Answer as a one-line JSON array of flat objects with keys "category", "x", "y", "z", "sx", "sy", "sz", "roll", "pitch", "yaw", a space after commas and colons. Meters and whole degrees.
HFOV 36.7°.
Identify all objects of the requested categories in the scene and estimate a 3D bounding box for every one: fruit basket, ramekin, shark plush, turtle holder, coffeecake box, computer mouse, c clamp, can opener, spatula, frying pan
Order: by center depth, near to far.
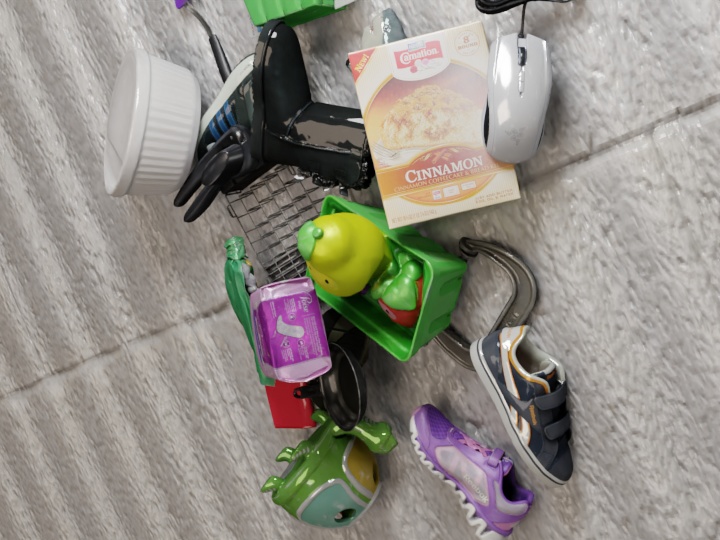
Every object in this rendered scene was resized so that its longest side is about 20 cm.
[{"category": "computer mouse", "x": 0.173, "y": -0.214, "z": 1.157, "sx": 0.109, "sy": 0.044, "sz": 0.201, "roll": 2, "pitch": 98, "yaw": -2}, {"category": "coffeecake box", "x": 0.084, "y": -0.164, "z": 1.226, "sx": 0.153, "sy": 0.073, "sz": 0.201, "roll": -13, "pitch": 98, "yaw": 6}, {"category": "shark plush", "x": 0.061, "y": -0.209, "z": 1.280, "sx": 0.083, "sy": 0.091, "sz": 0.200, "roll": -38, "pitch": 74, "yaw": 8}, {"category": "fruit basket", "x": 0.000, "y": 0.000, "z": 1.288, "sx": 0.215, "sy": 0.215, "sz": 0.156, "roll": 28, "pitch": 119, "yaw": 27}, {"category": "fruit basket", "x": -0.082, "y": -0.402, "z": 1.324, "sx": 0.185, "sy": 0.094, "sz": 0.201, "roll": -9, "pitch": 84, "yaw": 38}, {"category": "c clamp", "x": 0.123, "y": 0.037, "z": 1.336, "sx": 0.171, "sy": 0.027, "sz": 0.200, "roll": 45, "pitch": 127, "yaw": 17}, {"category": "frying pan", "x": -0.034, "y": 0.167, "z": 1.419, "sx": 0.115, "sy": 0.031, "sz": 0.190, "roll": 67, "pitch": 151, "yaw": 24}, {"category": "can opener", "x": -0.200, "y": -0.128, "z": 1.445, "sx": 0.200, "sy": 0.078, "sz": 0.064, "roll": -35, "pitch": 74, "yaw": 50}, {"category": "spatula", "x": -0.212, "y": -0.331, "z": 1.472, "sx": 0.056, "sy": 0.021, "sz": 0.201, "roll": -27, "pitch": 90, "yaw": 52}, {"category": "ramekin", "x": -0.284, "y": -0.194, "z": 1.478, "sx": 0.202, "sy": 0.094, "sz": 0.203, "roll": -172, "pitch": 90, "yaw": -67}, {"category": "turtle holder", "x": -0.033, "y": 0.266, "z": 1.478, "sx": 0.132, "sy": 0.141, "sz": 0.186, "roll": 38, "pitch": 89, "yaw": -3}]

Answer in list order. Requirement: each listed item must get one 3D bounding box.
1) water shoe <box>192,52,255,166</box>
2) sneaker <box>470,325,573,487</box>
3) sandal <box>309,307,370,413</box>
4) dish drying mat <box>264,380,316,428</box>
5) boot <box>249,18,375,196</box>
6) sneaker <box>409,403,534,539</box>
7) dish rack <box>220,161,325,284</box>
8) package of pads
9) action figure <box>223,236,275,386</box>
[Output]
[{"category": "water shoe", "x": -0.161, "y": -0.194, "z": 1.447, "sx": 0.079, "sy": 0.071, "sz": 0.200, "roll": 45, "pitch": 127, "yaw": 14}, {"category": "sneaker", "x": 0.209, "y": 0.159, "z": 1.278, "sx": 0.079, "sy": 0.078, "sz": 0.201, "roll": -29, "pitch": 92, "yaw": 31}, {"category": "sandal", "x": -0.025, "y": 0.114, "z": 1.461, "sx": 0.080, "sy": 0.057, "sz": 0.201, "roll": 33, "pitch": 137, "yaw": 18}, {"category": "dish drying mat", "x": -0.113, "y": 0.129, "z": 1.553, "sx": 0.077, "sy": 0.018, "sz": 0.201, "roll": -5, "pitch": 101, "yaw": 37}, {"category": "boot", "x": -0.050, "y": -0.195, "z": 1.321, "sx": 0.162, "sy": 0.073, "sz": 0.199, "roll": 18, "pitch": 121, "yaw": 18}, {"category": "sneaker", "x": 0.145, "y": 0.243, "z": 1.362, "sx": 0.088, "sy": 0.080, "sz": 0.200, "roll": -41, "pitch": 84, "yaw": 32}, {"category": "dish rack", "x": -0.099, "y": -0.072, "z": 1.454, "sx": 0.153, "sy": 0.054, "sz": 0.201, "roll": -30, "pitch": 88, "yaw": 41}, {"category": "package of pads", "x": -0.092, "y": 0.076, "z": 1.355, "sx": 0.200, "sy": 0.075, "sz": 0.121, "roll": 162, "pitch": 95, "yaw": -79}, {"category": "action figure", "x": -0.148, "y": 0.049, "z": 1.490, "sx": 0.118, "sy": 0.054, "sz": 0.201, "roll": 24, "pitch": 131, "yaw": 66}]
